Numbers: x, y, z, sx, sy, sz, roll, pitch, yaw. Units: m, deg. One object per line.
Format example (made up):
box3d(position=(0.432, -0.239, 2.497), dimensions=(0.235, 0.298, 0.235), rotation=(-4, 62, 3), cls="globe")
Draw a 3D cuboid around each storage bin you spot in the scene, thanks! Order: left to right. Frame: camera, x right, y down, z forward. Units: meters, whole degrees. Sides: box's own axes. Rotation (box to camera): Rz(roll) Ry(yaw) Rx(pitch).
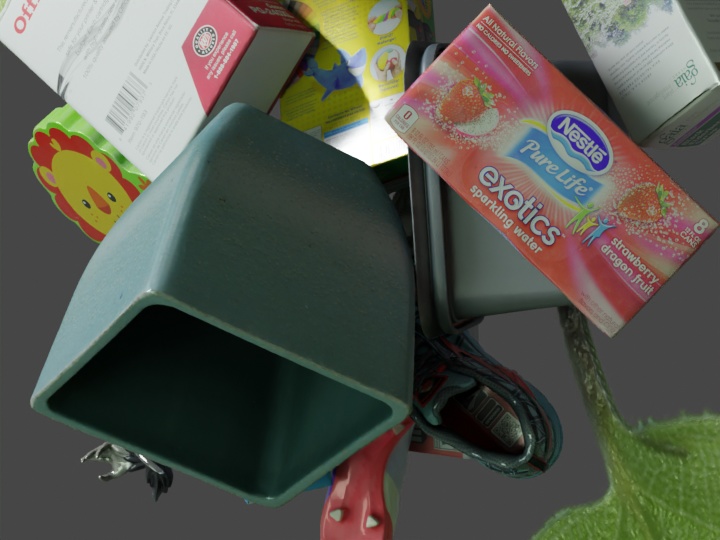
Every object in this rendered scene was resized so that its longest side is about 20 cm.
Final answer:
box3d(position=(0.115, -0.058, 1.523), dimensions=(0.134, 0.145, 0.201), rotation=(-1, 94, 17), cls="storage bin")

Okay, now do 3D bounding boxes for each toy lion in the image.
box3d(position=(-0.175, -0.050, 1.769), dimensions=(0.200, 0.069, 0.192), rotation=(0, 129, 52), cls="toy lion")

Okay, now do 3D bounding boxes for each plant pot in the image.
box3d(position=(-0.077, 0.009, 1.505), dimensions=(0.196, 0.195, 0.201), rotation=(-39, 32, 50), cls="plant pot")

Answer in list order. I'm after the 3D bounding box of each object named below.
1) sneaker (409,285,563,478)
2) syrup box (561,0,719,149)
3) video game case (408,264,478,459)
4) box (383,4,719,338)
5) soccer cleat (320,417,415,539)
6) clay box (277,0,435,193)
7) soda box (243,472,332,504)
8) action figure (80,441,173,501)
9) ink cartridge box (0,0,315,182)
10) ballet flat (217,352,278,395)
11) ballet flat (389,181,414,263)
box3d(position=(0.056, 0.072, 1.567), dimensions=(0.199, 0.096, 0.080), rotation=(33, 96, 8), cls="sneaker")
box3d(position=(0.187, -0.184, 1.460), dimensions=(0.079, 0.081, 0.201), rotation=(-40, 68, 39), cls="syrup box")
box3d(position=(0.012, 0.063, 1.705), dimensions=(0.199, 0.017, 0.144), rotation=(3, 97, 45), cls="video game case")
box3d(position=(0.120, -0.062, 1.410), dimensions=(0.200, 0.095, 0.103), rotation=(44, 93, 1), cls="box")
box3d(position=(0.012, 0.129, 1.661), dimensions=(0.066, 0.076, 0.201), rotation=(12, 90, 5), cls="soccer cleat")
box3d(position=(-0.002, -0.149, 1.624), dimensions=(0.114, 0.048, 0.201), rotation=(-17, 60, 27), cls="clay box")
box3d(position=(-0.080, 0.113, 1.699), dimensions=(0.200, 0.067, 0.065), rotation=(-141, 42, -70), cls="soda box")
box3d(position=(-0.185, 0.112, 1.788), dimensions=(0.101, 0.200, 0.120), rotation=(-6, 105, 1), cls="action figure")
box3d(position=(-0.153, -0.174, 1.634), dimensions=(0.200, 0.083, 0.146), rotation=(42, 114, 23), cls="ink cartridge box")
box3d(position=(-0.074, 0.049, 1.660), dimensions=(0.071, 0.200, 0.072), rotation=(16, 135, 16), cls="ballet flat")
box3d(position=(0.000, 0.000, 1.646), dimensions=(0.064, 0.067, 0.200), rotation=(35, 111, -6), cls="ballet flat")
